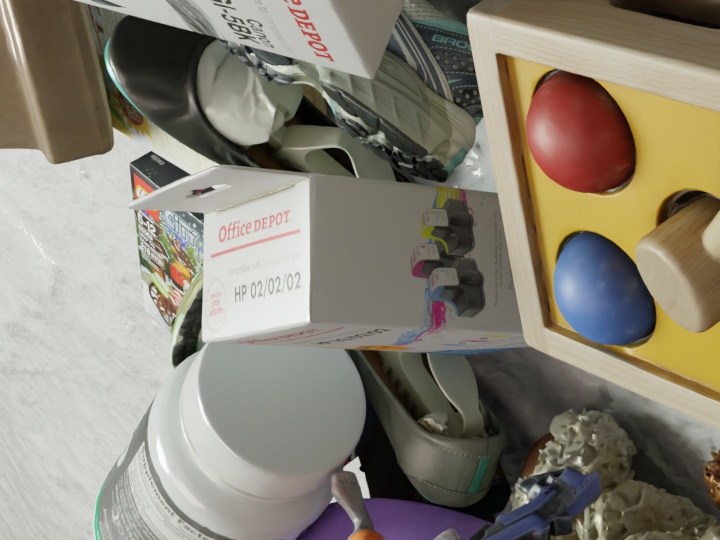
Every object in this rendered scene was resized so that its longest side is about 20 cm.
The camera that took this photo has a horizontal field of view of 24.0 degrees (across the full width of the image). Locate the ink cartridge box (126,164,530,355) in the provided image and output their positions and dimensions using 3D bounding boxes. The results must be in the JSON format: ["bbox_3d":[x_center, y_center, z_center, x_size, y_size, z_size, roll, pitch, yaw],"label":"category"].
[{"bbox_3d":[0.000,0.000,0.794,0.115,0.198,0.069,-14,74,59],"label":"ink cartridge box"}]

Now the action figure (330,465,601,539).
[{"bbox_3d":[0.032,0.171,0.798,0.193,0.199,0.105,32,149,50],"label":"action figure"}]

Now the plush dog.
[{"bbox_3d":[0.146,0.176,0.806,0.159,0.202,0.172,26,164,-12],"label":"plush dog"}]

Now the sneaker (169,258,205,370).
[{"bbox_3d":[-0.086,0.024,1.000,0.200,0.076,0.089,110,147,-60],"label":"sneaker"}]

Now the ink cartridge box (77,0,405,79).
[{"bbox_3d":[-0.082,-0.163,0.697,0.198,0.084,0.147,17,168,17],"label":"ink cartridge box"}]

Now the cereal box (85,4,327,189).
[{"bbox_3d":[-0.094,-0.120,0.991,0.199,0.039,0.145,30,140,39],"label":"cereal box"}]

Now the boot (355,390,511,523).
[{"bbox_3d":[0.035,0.124,1.021,0.200,0.074,0.098,115,138,-59],"label":"boot"}]

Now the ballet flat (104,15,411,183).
[{"bbox_3d":[-0.039,-0.075,0.876,0.199,0.069,0.068,36,149,-31],"label":"ballet flat"}]

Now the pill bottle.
[{"bbox_3d":[-0.075,0.111,0.945,0.113,0.113,0.200,51,143,11],"label":"pill bottle"}]

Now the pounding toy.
[{"bbox_3d":[0.136,-0.031,0.617,0.199,0.142,0.186,24,137,45],"label":"pounding toy"}]

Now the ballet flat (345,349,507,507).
[{"bbox_3d":[0.022,0.037,0.922,0.201,0.067,0.064,58,141,34],"label":"ballet flat"}]

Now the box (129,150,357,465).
[{"bbox_3d":[-0.072,0.023,1.095,0.200,0.038,0.138,38,145,32],"label":"box"}]

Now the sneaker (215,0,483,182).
[{"bbox_3d":[-0.015,-0.129,0.804,0.199,0.087,0.078,37,169,9],"label":"sneaker"}]

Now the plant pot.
[{"bbox_3d":[-0.255,-0.147,1.012,0.200,0.173,0.203,165,90,-82],"label":"plant pot"}]

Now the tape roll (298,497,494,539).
[{"bbox_3d":[0.047,0.211,0.972,0.198,0.066,0.201,16,149,10],"label":"tape roll"}]
